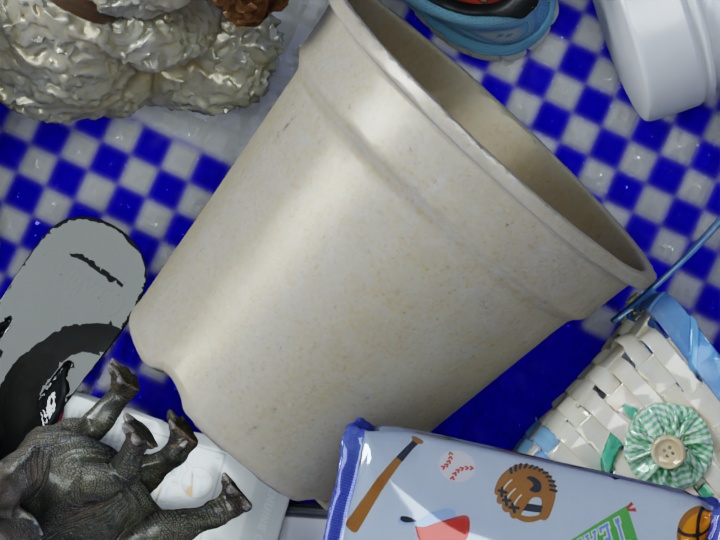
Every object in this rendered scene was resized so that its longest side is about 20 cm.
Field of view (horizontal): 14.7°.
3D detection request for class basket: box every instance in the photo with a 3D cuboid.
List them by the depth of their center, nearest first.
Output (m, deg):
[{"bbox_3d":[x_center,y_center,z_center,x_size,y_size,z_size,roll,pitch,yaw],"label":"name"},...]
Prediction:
[{"bbox_3d":[0.184,0.075,1.287,0.200,0.139,0.176,-42,90,-7],"label":"basket"}]

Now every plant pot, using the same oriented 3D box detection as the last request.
[{"bbox_3d":[0.000,0.000,1.274,0.200,0.200,0.184,43,100,0],"label":"plant pot"}]

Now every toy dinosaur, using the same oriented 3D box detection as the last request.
[{"bbox_3d":[-0.117,0.109,1.266,0.102,0.200,0.077,-40,47,11],"label":"toy dinosaur"}]

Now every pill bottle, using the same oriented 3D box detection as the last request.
[{"bbox_3d":[0.212,-0.146,1.305,0.199,0.113,0.114,-19,89,-2],"label":"pill bottle"}]

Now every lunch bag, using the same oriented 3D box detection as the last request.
[{"bbox_3d":[0.054,0.176,1.159,0.169,0.124,0.201,13,89,5],"label":"lunch bag"}]

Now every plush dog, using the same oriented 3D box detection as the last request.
[{"bbox_3d":[-0.124,-0.146,1.248,0.200,0.172,0.161,40,48,1],"label":"plush dog"}]

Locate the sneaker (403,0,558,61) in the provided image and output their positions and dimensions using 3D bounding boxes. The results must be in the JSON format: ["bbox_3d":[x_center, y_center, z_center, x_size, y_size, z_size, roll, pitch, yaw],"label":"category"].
[{"bbox_3d":[0.008,-0.173,1.313,0.199,0.090,0.079,28,88,0],"label":"sneaker"}]

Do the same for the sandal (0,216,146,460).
[{"bbox_3d":[-0.168,0.063,1.284,0.075,0.045,0.200,31,87,-4],"label":"sandal"}]

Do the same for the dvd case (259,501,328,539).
[{"bbox_3d":[0.025,0.182,1.284,0.199,0.018,0.143,0,89,38],"label":"dvd case"}]

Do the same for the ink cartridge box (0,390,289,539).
[{"bbox_3d":[-0.147,0.137,1.330,0.199,0.047,0.161,17,88,-5],"label":"ink cartridge box"}]
